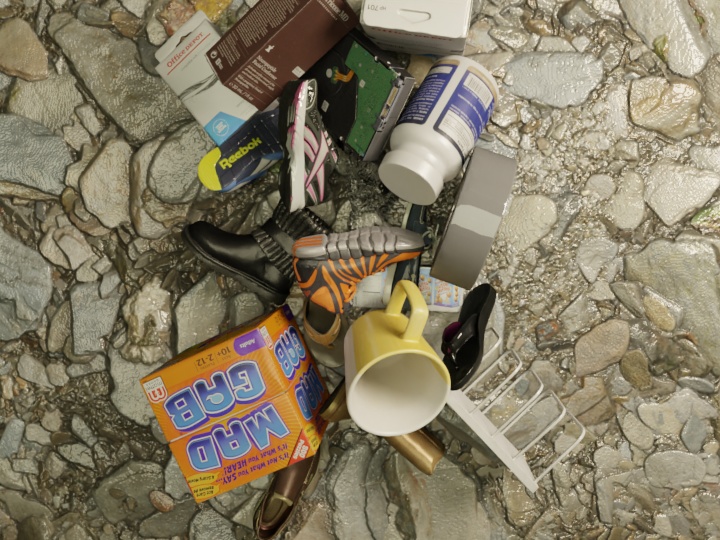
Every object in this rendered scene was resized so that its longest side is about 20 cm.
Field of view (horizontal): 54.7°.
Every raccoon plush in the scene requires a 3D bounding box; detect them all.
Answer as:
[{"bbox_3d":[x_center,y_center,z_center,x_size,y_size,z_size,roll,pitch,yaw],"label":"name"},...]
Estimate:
[{"bbox_3d":[-0.007,-0.130,1.109,0.134,0.096,0.201,-51,58,23],"label":"raccoon plush"}]

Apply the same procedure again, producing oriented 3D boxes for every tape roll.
[{"bbox_3d":[0.163,-0.076,1.018,0.065,0.200,0.202,19,99,5],"label":"tape roll"}]

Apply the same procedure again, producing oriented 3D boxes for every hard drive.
[{"bbox_3d":[-0.017,-0.275,1.030,0.200,0.038,0.141,48,127,30],"label":"hard drive"}]

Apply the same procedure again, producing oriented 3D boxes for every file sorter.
[{"bbox_3d":[0.230,0.207,1.078,0.124,0.139,0.200,-43,91,6],"label":"file sorter"}]

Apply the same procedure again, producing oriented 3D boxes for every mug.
[{"bbox_3d":[0.053,0.123,1.023,0.186,0.154,0.149,-42,119,12],"label":"mug"}]

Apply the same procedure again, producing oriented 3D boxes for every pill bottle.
[{"bbox_3d":[0.112,-0.202,1.014,0.115,0.116,0.201,30,71,2],"label":"pill bottle"}]

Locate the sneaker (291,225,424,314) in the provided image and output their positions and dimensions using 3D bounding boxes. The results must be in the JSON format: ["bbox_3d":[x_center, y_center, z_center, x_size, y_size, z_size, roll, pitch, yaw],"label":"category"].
[{"bbox_3d":[0.000,0.000,1.045,0.197,0.078,0.113,-4,113,7],"label":"sneaker"}]

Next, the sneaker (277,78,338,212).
[{"bbox_3d":[-0.074,-0.189,1.042,0.085,0.080,0.202,-7,123,-24],"label":"sneaker"}]

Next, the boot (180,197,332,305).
[{"bbox_3d":[-0.165,-0.061,1.115,0.210,0.080,0.159,31,106,-9],"label":"boot"}]

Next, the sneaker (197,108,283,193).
[{"bbox_3d":[-0.168,-0.189,1.111,0.199,0.082,0.074,-31,84,-11],"label":"sneaker"}]

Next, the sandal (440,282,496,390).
[{"bbox_3d":[0.152,0.092,1.048,0.048,0.202,0.075,41,137,-20],"label":"sandal"}]

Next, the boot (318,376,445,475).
[{"bbox_3d":[0.041,0.244,1.086,0.200,0.175,0.066,41,106,4],"label":"boot"}]

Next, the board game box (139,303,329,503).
[{"bbox_3d":[-0.180,0.197,1.089,0.198,0.200,0.202,-24,94,9],"label":"board game box"}]

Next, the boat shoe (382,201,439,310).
[{"bbox_3d":[0.086,-0.038,1.082,0.061,0.075,0.202,13,80,10],"label":"boat shoe"}]

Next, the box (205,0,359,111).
[{"bbox_3d":[-0.109,-0.329,0.984,0.200,0.100,0.075,-40,64,15],"label":"box"}]

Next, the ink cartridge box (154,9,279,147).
[{"bbox_3d":[-0.238,-0.307,1.102,0.116,0.067,0.200,-40,91,9],"label":"ink cartridge box"}]

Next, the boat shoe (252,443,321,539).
[{"bbox_3d":[-0.119,0.363,1.161,0.074,0.075,0.204,22,101,-8],"label":"boat shoe"}]

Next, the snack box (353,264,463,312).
[{"bbox_3d":[0.068,0.026,1.129,0.197,0.024,0.073,3,96,6],"label":"snack box"}]

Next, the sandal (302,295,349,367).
[{"bbox_3d":[-0.058,0.074,1.116,0.079,0.054,0.202,3,118,7],"label":"sandal"}]

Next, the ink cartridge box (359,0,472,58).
[{"bbox_3d":[0.084,-0.363,0.992,0.145,0.200,0.087,10,98,5],"label":"ink cartridge box"}]
